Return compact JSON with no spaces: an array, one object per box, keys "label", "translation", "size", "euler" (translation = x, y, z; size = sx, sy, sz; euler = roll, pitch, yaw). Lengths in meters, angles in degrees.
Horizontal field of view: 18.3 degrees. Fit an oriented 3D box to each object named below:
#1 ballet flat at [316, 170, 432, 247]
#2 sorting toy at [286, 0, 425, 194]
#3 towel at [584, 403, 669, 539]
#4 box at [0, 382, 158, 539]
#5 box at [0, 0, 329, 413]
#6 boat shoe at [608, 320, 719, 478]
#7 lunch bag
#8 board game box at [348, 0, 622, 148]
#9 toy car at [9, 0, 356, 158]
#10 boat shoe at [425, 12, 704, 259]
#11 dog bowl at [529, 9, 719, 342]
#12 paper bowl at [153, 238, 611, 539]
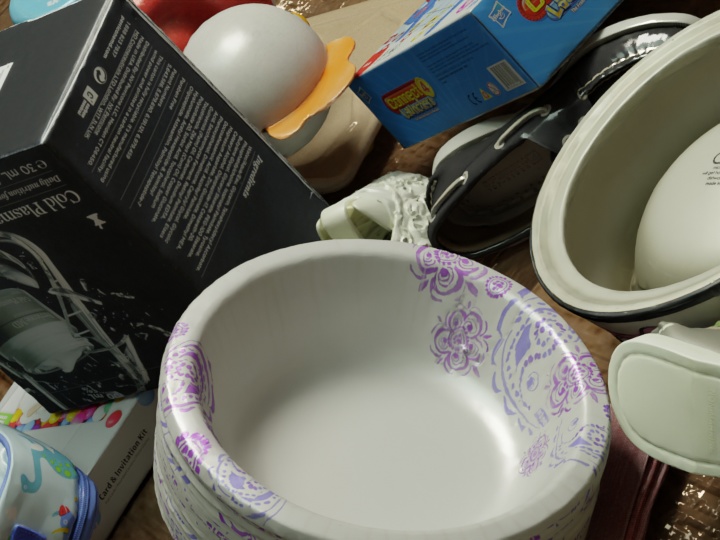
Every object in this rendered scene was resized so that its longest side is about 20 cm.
[{"label":"ballet flat","translation":[0.000,0.000,1.262],"size":[0.071,0.072,0.201],"euler":[-26,34,32]},{"label":"sorting toy","translation":[-0.032,-0.106,1.475],"size":[0.184,0.037,0.201],"euler":[-9,41,47]},{"label":"towel","translation":[0.058,0.134,1.060],"size":[0.199,0.023,0.145],"euler":[-13,44,47]},{"label":"box","translation":[-0.162,0.076,1.401],"size":[0.155,0.041,0.201],"euler":[4,56,53]},{"label":"box","translation":[-0.161,-0.034,1.297],"size":[0.199,0.197,0.125],"euler":[-15,43,40]},{"label":"boat shoe","translation":[0.190,0.069,0.916],"size":[0.060,0.073,0.201],"euler":[-17,28,-34]},{"label":"lunch bag","translation":[-0.236,0.184,1.277],"size":[0.160,0.082,0.201],"euler":[13,79,56]},{"label":"board game box","translation":[0.104,-0.169,1.265],"size":[0.196,0.056,0.200],"euler":[-47,10,-19]},{"label":"toy car","translation":[-0.073,-0.129,1.361],"size":[0.199,0.185,0.177],"euler":[10,53,35]},{"label":"boat shoe","translation":[0.111,-0.068,1.194],"size":[0.199,0.074,0.061],"euler":[-28,33,35]},{"label":"dog bowl","translation":[0.181,-0.036,1.063],"size":[0.200,0.074,0.201],"euler":[-33,30,22]},{"label":"paper bowl","translation":[0.006,0.087,0.999],"size":[0.201,0.199,0.105],"euler":[-87,6,-50]}]
